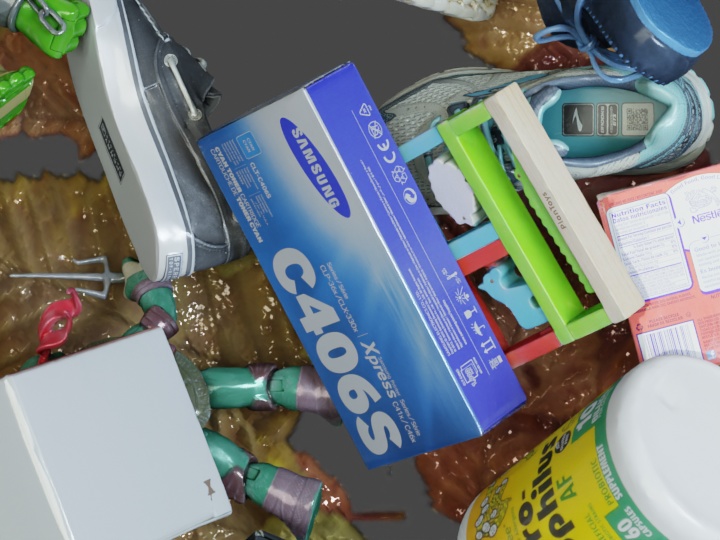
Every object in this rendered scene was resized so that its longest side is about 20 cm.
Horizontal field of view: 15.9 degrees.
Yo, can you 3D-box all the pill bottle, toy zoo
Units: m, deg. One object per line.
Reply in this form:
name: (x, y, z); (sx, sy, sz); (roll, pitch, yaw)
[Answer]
pill bottle: (0.119, 0.137, 1.304); (0.113, 0.113, 0.200); (53, 133, 7)
toy zoo: (0.044, -0.004, 1.345); (0.200, 0.020, 0.131); (-28, 94, 47)

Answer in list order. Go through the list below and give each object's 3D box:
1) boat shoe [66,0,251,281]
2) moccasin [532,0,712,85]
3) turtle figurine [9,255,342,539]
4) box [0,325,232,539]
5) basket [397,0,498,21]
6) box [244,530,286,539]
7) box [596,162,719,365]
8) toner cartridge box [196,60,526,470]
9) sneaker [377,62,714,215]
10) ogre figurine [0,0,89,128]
boat shoe: (-0.111, -0.093, 1.410); (0.068, 0.072, 0.200); (-14, 71, -21)
moccasin: (0.127, -0.136, 1.307); (0.080, 0.200, 0.068); (38, 108, -20)
turtle figurine: (-0.112, 0.074, 1.397); (0.200, 0.101, 0.150); (15, 98, 4)
box: (-0.195, 0.119, 1.303); (0.200, 0.152, 0.107); (-23, 88, 26)
basket: (-0.014, -0.213, 1.337); (0.200, 0.136, 0.124); (17, 97, 22)
box: (-0.009, 0.251, 1.306); (0.160, 0.200, 0.044); (26, 140, -21)
box: (0.232, -0.016, 1.319); (0.200, 0.095, 0.103); (-16, 87, 12)
toner cartridge box: (0.000, 0.000, 1.340); (0.095, 0.043, 0.200); (-23, 97, 46)
sneaker: (0.083, -0.077, 1.355); (0.200, 0.086, 0.078); (-11, 89, 12)
ogre figurine: (-0.247, -0.112, 1.422); (0.120, 0.098, 0.200); (49, 138, 6)
